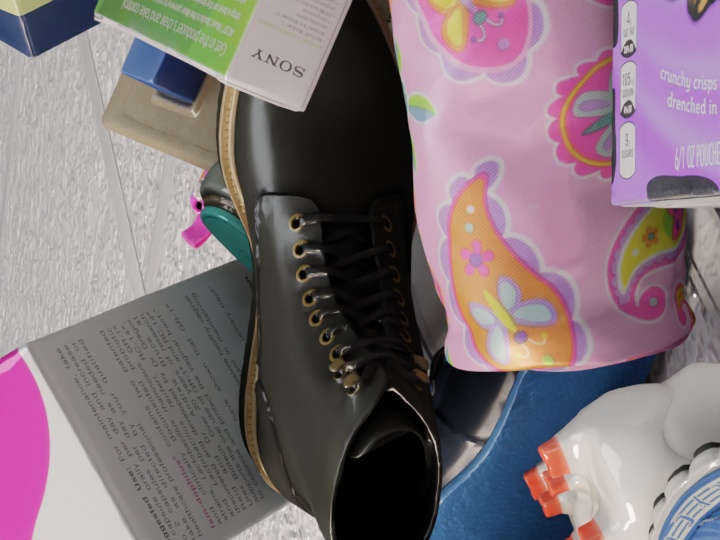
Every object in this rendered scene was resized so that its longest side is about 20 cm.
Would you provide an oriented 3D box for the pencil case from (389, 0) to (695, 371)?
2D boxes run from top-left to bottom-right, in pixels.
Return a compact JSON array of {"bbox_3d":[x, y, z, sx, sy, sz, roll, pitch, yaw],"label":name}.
[{"bbox_3d":[0.052,-0.068,0.713,0.087,0.087,0.200,-159,58,-73],"label":"pencil case"}]

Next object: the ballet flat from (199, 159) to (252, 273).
[{"bbox_3d":[0.015,0.021,0.931,0.200,0.064,0.067,51,159,-22],"label":"ballet flat"}]

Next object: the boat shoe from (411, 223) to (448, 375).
[{"bbox_3d":[0.052,-0.049,0.878,0.066,0.072,0.200,179,96,-72],"label":"boat shoe"}]

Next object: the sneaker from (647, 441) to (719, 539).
[{"bbox_3d":[0.132,0.075,0.581,0.200,0.078,0.089,114,153,-54],"label":"sneaker"}]

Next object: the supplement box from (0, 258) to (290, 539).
[{"bbox_3d":[-0.088,0.071,0.912,0.101,0.200,0.103,-31,88,27],"label":"supplement box"}]

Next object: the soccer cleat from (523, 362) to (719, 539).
[{"bbox_3d":[0.098,0.070,0.731,0.200,0.078,0.069,76,171,-78],"label":"soccer cleat"}]

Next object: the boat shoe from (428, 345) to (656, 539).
[{"bbox_3d":[0.062,0.051,0.847,0.200,0.084,0.069,-60,30,28],"label":"boat shoe"}]

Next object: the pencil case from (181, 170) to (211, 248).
[{"bbox_3d":[-0.039,-0.107,1.156,0.088,0.088,0.200,-125,40,-63],"label":"pencil case"}]

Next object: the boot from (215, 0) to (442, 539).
[{"bbox_3d":[0.000,0.000,0.799,0.138,0.077,0.200,-133,37,-72],"label":"boot"}]

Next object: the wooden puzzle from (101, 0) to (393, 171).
[{"bbox_3d":[-0.039,-0.133,1.017,0.200,0.046,0.185,23,90,52],"label":"wooden puzzle"}]

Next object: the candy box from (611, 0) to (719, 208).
[{"bbox_3d":[0.128,-0.118,0.603,0.168,0.071,0.200,177,94,-74],"label":"candy box"}]

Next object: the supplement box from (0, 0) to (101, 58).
[{"bbox_3d":[-0.107,-0.227,0.892,0.134,0.200,0.200,30,143,46],"label":"supplement box"}]

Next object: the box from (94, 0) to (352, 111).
[{"bbox_3d":[-0.020,-0.163,0.795,0.200,0.036,0.144,-65,28,4],"label":"box"}]
